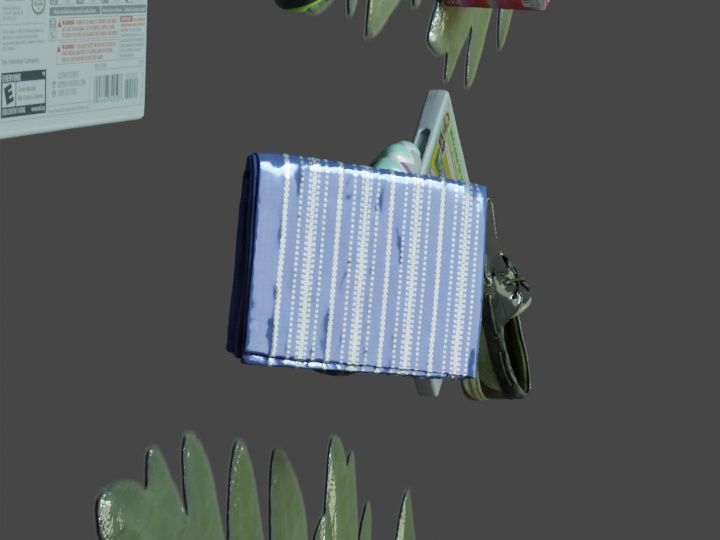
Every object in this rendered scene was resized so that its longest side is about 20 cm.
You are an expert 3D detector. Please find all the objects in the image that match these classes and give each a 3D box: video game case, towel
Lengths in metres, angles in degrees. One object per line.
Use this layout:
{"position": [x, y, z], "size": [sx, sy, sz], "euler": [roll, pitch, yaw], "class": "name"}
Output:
{"position": [-0.161, -0.166, 1.234], "size": [0.200, 0.023, 0.183], "euler": [-20, 114, -70], "class": "video game case"}
{"position": [0.000, 0.000, 1.603], "size": [0.199, 0.024, 0.146], "euler": [7, 85, -32], "class": "towel"}
{"position": [0.062, -0.022, 1.991], "size": [0.200, 0.022, 0.183], "euler": [73, 27, -48], "class": "video game case"}

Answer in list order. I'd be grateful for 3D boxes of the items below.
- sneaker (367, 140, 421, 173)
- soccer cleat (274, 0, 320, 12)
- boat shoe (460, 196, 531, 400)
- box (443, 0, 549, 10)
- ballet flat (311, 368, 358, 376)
{"position": [0.034, 0.002, 1.702], "size": [0.078, 0.140, 0.200], "euler": [-46, -171, 46], "class": "sneaker"}
{"position": [-0.030, -0.259, 1.581], "size": [0.081, 0.067, 0.201], "euler": [55, 38, -38], "class": "soccer cleat"}
{"position": [0.120, 0.023, 2.039], "size": [0.073, 0.065, 0.201], "euler": [-56, 145, -55], "class": "boat shoe"}
{"position": [0.117, -0.331, 1.960], "size": [0.100, 0.095, 0.201], "euler": [-64, 153, -50], "class": "box"}
{"position": [0.000, 0.043, 1.791], "size": [0.067, 0.057, 0.200], "euler": [67, 13, 3], "class": "ballet flat"}
